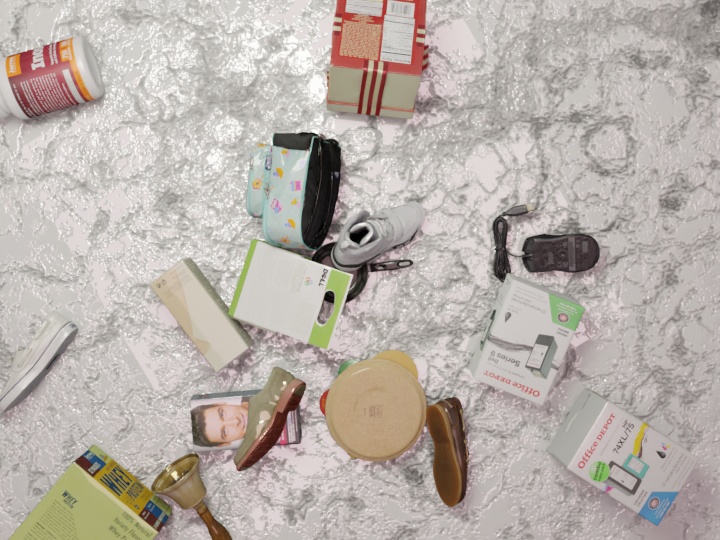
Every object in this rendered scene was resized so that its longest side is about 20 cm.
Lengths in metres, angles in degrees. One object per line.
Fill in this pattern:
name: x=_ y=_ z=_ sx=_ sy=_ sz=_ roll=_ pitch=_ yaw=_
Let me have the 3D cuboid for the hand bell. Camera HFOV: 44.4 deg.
hand bell: x=-0.290 y=0.452 z=1.640 sx=0.104 sy=0.104 sz=0.201 roll=-32 pitch=105 yaw=-1

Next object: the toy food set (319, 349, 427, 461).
toy food set: x=0.026 y=0.258 z=1.652 sx=0.196 sy=0.049 sz=0.202 roll=-17 pitch=94 yaw=-1

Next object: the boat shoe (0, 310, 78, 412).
boat shoe: x=-0.604 y=0.165 z=1.612 sx=0.066 sy=0.072 sz=0.200 roll=38 pitch=90 yaw=1

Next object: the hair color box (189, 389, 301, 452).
hair color box: x=-0.212 y=0.276 z=1.637 sx=0.198 sy=0.061 sz=0.100 roll=-5 pitch=93 yaw=-2

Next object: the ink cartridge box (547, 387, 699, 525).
ink cartridge box: x=0.477 y=0.338 z=1.624 sx=0.199 sy=0.146 sz=0.147 roll=31 pitch=91 yaw=-3

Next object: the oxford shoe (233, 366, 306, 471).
oxford shoe: x=-0.176 y=0.267 z=1.585 sx=0.074 sy=0.071 sz=0.201 roll=34 pitch=91 yaw=21

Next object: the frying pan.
frying pan: x=-0.010 y=-0.014 z=1.646 sx=0.189 sy=0.031 sz=0.116 roll=-30 pitch=92 yaw=-3

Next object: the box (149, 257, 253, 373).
box: x=-0.287 y=0.080 z=1.609 sx=0.078 sy=0.095 sz=0.201 roll=-36 pitch=92 yaw=1

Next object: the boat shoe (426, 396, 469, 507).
boat shoe: x=0.175 y=0.338 z=1.652 sx=0.070 sy=0.070 sz=0.202 roll=-14 pitch=102 yaw=-41

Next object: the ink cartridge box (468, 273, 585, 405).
ink cartridge box: x=0.305 y=0.128 z=1.627 sx=0.145 sy=0.084 sz=0.201 roll=21 pitch=99 yaw=-2

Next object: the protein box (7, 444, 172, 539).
protein box: x=-0.489 y=0.466 z=1.597 sx=0.198 sy=0.135 sz=0.200 roll=40 pitch=91 yaw=-3

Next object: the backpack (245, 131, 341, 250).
backpack: x=-0.118 y=-0.136 z=1.567 sx=0.152 sy=0.176 sz=0.202 roll=0 pitch=91 yaw=14

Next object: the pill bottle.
pill bottle: x=-0.570 y=-0.336 z=1.568 sx=0.198 sy=0.113 sz=0.114 roll=-17 pitch=93 yaw=-2

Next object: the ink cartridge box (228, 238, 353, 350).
ink cartridge box: x=-0.120 y=0.045 z=1.600 sx=0.199 sy=0.076 sz=0.149 roll=19 pitch=92 yaw=11

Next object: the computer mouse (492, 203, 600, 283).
computer mouse: x=0.341 y=-0.060 z=1.651 sx=0.198 sy=0.046 sz=0.142 roll=-8 pitch=101 yaw=9

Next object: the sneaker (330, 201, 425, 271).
sneaker: x=0.039 y=-0.073 z=1.588 sx=0.199 sy=0.115 sz=0.075 roll=-31 pitch=79 yaw=-13

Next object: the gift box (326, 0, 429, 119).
gift box: x=0.035 y=-0.389 z=1.559 sx=0.183 sy=0.187 sz=0.202 roll=10 pitch=73 yaw=-1
